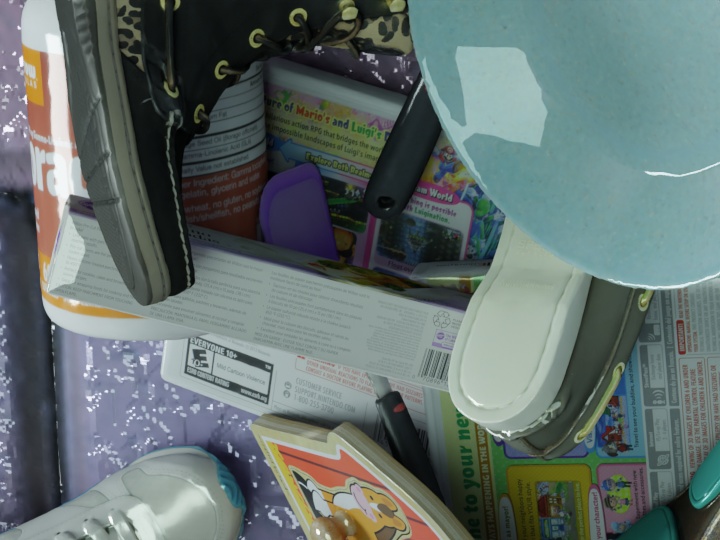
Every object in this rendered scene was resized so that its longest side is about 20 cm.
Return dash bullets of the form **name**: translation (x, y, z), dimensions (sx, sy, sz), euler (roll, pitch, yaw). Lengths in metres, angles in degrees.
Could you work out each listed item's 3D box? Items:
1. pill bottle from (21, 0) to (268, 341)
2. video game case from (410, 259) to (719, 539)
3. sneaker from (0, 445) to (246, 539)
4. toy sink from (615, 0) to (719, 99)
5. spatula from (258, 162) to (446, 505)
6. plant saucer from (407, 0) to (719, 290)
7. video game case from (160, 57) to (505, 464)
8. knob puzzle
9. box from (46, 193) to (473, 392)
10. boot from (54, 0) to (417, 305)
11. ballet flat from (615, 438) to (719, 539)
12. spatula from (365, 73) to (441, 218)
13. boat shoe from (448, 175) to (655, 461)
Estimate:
- **pill bottle**: translation (-0.101, -0.077, 1.029), dimensions (0.112, 0.112, 0.201), euler (3, 107, 18)
- **video game case**: translation (0.123, 0.088, 1.035), dimensions (0.181, 0.022, 0.201), euler (-2, 110, 14)
- **sneaker**: translation (-0.148, 0.158, 1.162), dimensions (0.199, 0.081, 0.077), euler (-28, 94, 22)
- **toy sink**: translation (0.192, -0.173, 0.921), dimensions (0.112, 0.200, 0.131), euler (-12, 105, 51)
- **spatula**: translation (0.001, 0.047, 1.039), dimensions (0.021, 0.056, 0.201), euler (-27, 88, 35)
- **plant saucer**: translation (0.103, -0.091, 0.880), dimensions (0.201, 0.039, 0.202), euler (27, 131, 36)
- **video game case**: translation (0.000, 0.000, 1.079), dimensions (0.199, 0.024, 0.183), euler (18, 113, 22)
- **knob puzzle**: translation (0.024, 0.162, 1.049), dimensions (0.220, 0.030, 0.220), euler (44, 154, 28)
- **box**: translation (-0.039, 0.011, 0.981), dimensions (0.199, 0.039, 0.042), euler (13, 103, -9)
- **boot**: translation (-0.049, -0.094, 0.938), dimensions (0.150, 0.073, 0.201), euler (-9, 82, -17)
- **ballet flat**: translation (0.164, 0.125, 0.993), dimensions (0.067, 0.068, 0.200), euler (34, 116, -9)
- **spatula**: translation (0.042, -0.104, 0.985), dimensions (0.056, 0.021, 0.201), euler (19, 119, -9)
- **boat shoe**: translation (0.103, -0.014, 0.969), dimensions (0.072, 0.060, 0.202), euler (12, 71, 42)
